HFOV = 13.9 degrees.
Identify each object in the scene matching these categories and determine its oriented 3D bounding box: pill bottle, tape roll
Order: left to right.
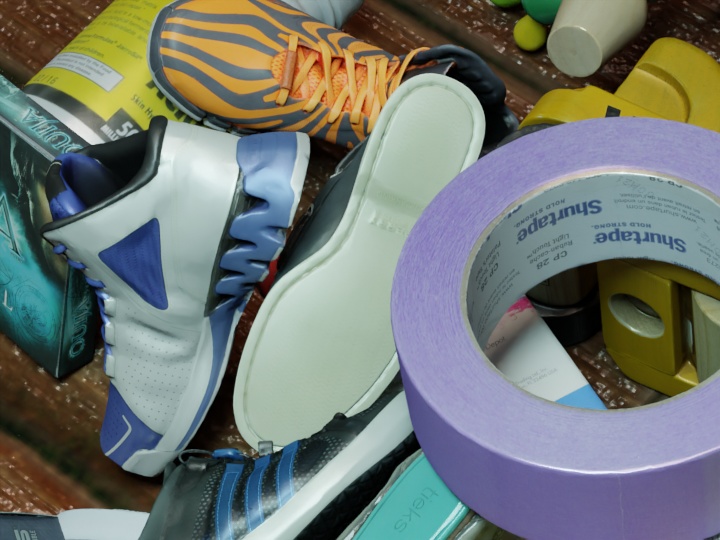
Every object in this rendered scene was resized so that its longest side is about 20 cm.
[{"bbox_3d":[-0.091,-0.107,1.584,0.111,0.112,0.200,31,65,26],"label":"pill bottle"},{"bbox_3d":[0.115,0.026,1.329,0.199,0.066,0.201,-5,51,6],"label":"tape roll"}]

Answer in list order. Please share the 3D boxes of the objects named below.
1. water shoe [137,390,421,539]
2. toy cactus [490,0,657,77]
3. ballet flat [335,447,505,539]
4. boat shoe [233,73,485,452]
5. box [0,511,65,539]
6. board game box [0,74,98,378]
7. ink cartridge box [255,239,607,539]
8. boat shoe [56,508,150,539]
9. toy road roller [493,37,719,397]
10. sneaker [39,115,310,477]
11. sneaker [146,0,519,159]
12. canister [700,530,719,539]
[{"bbox_3d":[-0.054,0.106,1.369,0.200,0.072,0.079,-39,70,-17],"label":"water shoe"},{"bbox_3d":[0.141,-0.148,1.577,0.199,0.103,0.165,4,33,27],"label":"toy cactus"},{"bbox_3d":[-0.006,0.162,1.351,0.200,0.064,0.067,-44,60,-8],"label":"ballet flat"},{"bbox_3d":[-0.002,-0.001,1.438,0.074,0.066,0.200,22,88,-3],"label":"boat shoe"},{"bbox_3d":[-0.161,0.233,1.328,0.051,0.158,0.201,6,46,-36],"label":"box"},{"bbox_3d":[-0.209,-0.052,1.548,0.200,0.136,0.028,37,46,29],"label":"board game box"},{"bbox_3d":[0.037,0.057,1.475,0.116,0.067,0.200,-27,56,-10],"label":"ink cartridge box"},{"bbox_3d":[-0.068,0.169,1.410,0.199,0.072,0.062,16,56,15],"label":"boat shoe"},{"bbox_3d":[0.165,-0.028,1.483,0.199,0.123,0.146,26,62,24],"label":"toy road roller"},{"bbox_3d":[-0.108,-0.004,1.449,0.115,0.200,0.081,19,34,-9],"label":"sneaker"},{"bbox_3d":[-0.003,-0.099,1.506,0.199,0.112,0.078,13,84,-29],"label":"sneaker"},{"bbox_3d":[0.129,0.202,1.308,0.199,0.087,0.149,-24,62,14],"label":"canister"}]
